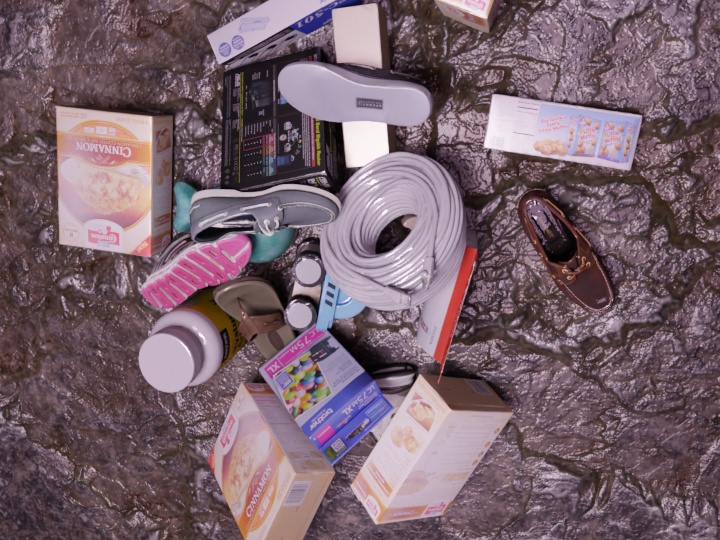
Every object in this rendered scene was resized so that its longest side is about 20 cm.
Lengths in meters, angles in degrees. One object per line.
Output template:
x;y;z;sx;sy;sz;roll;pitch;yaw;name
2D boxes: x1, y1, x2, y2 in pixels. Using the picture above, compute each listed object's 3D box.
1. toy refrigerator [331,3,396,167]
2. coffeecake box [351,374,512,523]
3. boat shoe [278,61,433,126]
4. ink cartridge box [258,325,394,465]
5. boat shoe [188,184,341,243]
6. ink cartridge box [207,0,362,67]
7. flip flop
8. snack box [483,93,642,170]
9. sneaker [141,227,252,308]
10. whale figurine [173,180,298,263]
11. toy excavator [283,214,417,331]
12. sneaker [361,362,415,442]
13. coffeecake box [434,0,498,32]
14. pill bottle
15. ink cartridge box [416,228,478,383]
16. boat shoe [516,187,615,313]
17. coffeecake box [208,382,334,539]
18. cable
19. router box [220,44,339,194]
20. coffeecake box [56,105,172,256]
0.005;-0.247;0.924;0.068;0.076;0.205;-3;103;12;toy refrigerator
0.101;0.254;0.963;0.073;0.152;0.202;45;112;41;coffeecake box
-0.003;-0.231;0.857;0.195;0.067;0.071;7;127;7;boat shoe
-0.052;0.166;0.961;0.119;0.200;0.042;-38;134;-10;ink cartridge box
-0.122;-0.063;0.860;0.195;0.063;0.073;0;147;5;boat shoe
-0.099;-0.338;0.914;0.197;0.094;0.045;-23;97;16;ink cartridge box
-0.144;0.080;0.986;0.080;0.058;0.202;-22;136;2;flip flop
0.268;-0.186;0.910;0.196;0.024;0.073;11;104;9;snack box
-0.228;-0.022;0.954;0.198;0.089;0.074;-27;130;30;sneaker
-0.190;-0.080;0.987;0.196;0.104;0.163;10;105;10;whale figurine
0.000;0.000;0.984;0.196;0.100;0.199;11;104;-6;toy excavator
-0.010;0.211;1.032;0.196;0.076;0.118;-5;100;10;sneaker
0.161;-0.405;0.815;0.072;0.154;0.203;22;107;6;coffeecake box
-0.238;0.100;0.988;0.109;0.200;0.114;3;104;11;pill bottle
0.110;0.036;0.902;0.049;0.200;0.165;17;105;7;ink cartridge box
0.278;-0.021;0.924;0.070;0.070;0.201;-38;94;16;boat shoe
-0.138;0.290;1.006;0.072;0.200;0.156;11;112;-38;coffeecake box
0.042;-0.050;0.857;0.197;0.069;0.203;12;72;39;cable
-0.109;-0.190;0.918;0.147;0.062;0.204;-9;67;15;router box
-0.367;-0.135;1.019;0.150;0.073;0.205;7;105;9;coffeecake box
